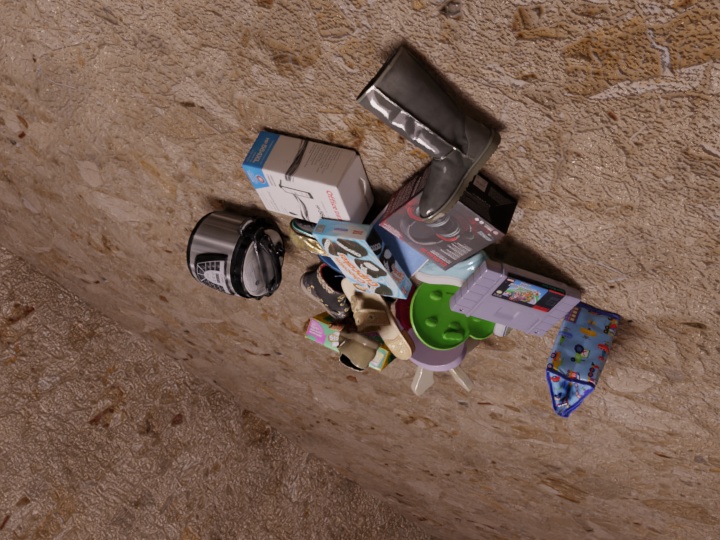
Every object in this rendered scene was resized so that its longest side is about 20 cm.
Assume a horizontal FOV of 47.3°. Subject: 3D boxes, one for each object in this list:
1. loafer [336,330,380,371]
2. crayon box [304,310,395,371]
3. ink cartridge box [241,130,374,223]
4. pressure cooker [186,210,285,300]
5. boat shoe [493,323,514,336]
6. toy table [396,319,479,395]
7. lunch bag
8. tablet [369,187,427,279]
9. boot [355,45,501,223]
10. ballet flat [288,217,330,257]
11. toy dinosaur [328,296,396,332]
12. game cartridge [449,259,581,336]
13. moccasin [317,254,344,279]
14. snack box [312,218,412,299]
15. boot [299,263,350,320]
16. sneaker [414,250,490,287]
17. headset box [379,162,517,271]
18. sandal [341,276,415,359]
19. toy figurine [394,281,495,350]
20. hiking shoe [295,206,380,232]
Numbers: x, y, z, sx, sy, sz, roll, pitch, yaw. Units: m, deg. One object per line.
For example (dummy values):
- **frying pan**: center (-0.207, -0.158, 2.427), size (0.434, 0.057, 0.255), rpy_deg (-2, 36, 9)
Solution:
- **loafer**: center (-0.015, 0.166, 1.677), size (0.075, 0.068, 0.200), rpy_deg (28, 168, -5)
- **crayon box**: center (-0.012, 0.163, 1.966), size (0.198, 0.059, 0.172), rpy_deg (22, -169, 12)
- **ink cartridge box**: center (-0.091, -0.158, 1.476), size (0.198, 0.085, 0.146), rpy_deg (17, 155, 25)
- **pressure cooker**: center (-0.260, -0.034, 1.810), size (0.198, 0.181, 0.176), rpy_deg (16, 177, 26)
- **boat shoe**: center (0.294, 0.076, 1.548), size (0.061, 0.073, 0.201), rpy_deg (18, 154, 9)
- **toy table**: center (0.168, 0.173, 1.773), size (0.118, 0.183, 0.200), rpy_deg (59, 179, -39)
- **lunch bag**: center (0.401, 0.176, 1.526), size (0.093, 0.151, 0.201), rpy_deg (20, 155, 18)
- **tablet**: center (0.081, -0.061, 1.492), size (0.129, 0.014, 0.200), rpy_deg (30, 138, -12)
- **boot**: center (0.077, -0.187, 1.165), size (0.199, 0.183, 0.073), rpy_deg (30, -166, -22)
- **ballet flat**: center (-0.054, -0.047, 1.652), size (0.198, 0.071, 0.071), rpy_deg (22, 156, 7)
- **toy dinosaur**: center (0.010, 0.093, 1.779), size (0.101, 0.200, 0.137), rpy_deg (27, 122, 8)
- **game cartridge**: center (0.273, 0.052, 1.445), size (0.198, 0.039, 0.130), rpy_deg (16, 141, -20)
- **moccasin**: center (0.000, 0.000, 1.705), size (0.198, 0.081, 0.068), rpy_deg (26, 161, 8)
- **snack box**: center (0.006, -0.019, 1.511), size (0.115, 0.037, 0.200), rpy_deg (9, 152, 33)
- **boot**: center (-0.038, 0.056, 1.867), size (0.199, 0.073, 0.151), rpy_deg (38, 159, -6)
- **sneaker**: center (0.167, -0.022, 1.515), size (0.199, 0.074, 0.083), rpy_deg (8, 121, 47)
- **headset box**: center (0.136, -0.089, 1.352), size (0.148, 0.075, 0.200), rpy_deg (34, 149, -14)
- **sandal**: center (0.026, 0.108, 1.659), size (0.212, 0.070, 0.077), rpy_deg (50, 133, -8)
- **toy figurine**: center (0.154, 0.081, 1.688), size (0.198, 0.152, 0.184), rpy_deg (10, 178, -22)
- **hiking shoe**: center (-0.037, -0.078, 1.591), size (0.198, 0.076, 0.101), rpy_deg (11, 148, 33)
